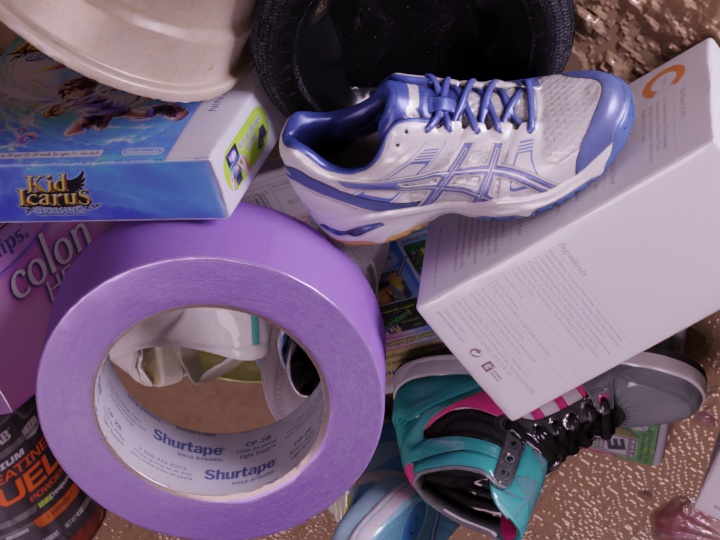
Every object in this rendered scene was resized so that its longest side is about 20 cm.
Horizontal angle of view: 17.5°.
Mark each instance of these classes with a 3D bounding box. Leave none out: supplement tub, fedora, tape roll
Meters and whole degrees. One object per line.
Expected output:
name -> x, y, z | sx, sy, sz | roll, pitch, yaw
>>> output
supplement tub -> -0.270, 0.119, 1.671 | 0.107, 0.107, 0.200 | -12, 122, 30
fedora -> 0.028, -0.156, 1.321 | 0.200, 0.092, 0.201 | -2, 143, -2
tape roll -> -0.085, 0.060, 1.358 | 0.200, 0.066, 0.200 | 0, 123, 1

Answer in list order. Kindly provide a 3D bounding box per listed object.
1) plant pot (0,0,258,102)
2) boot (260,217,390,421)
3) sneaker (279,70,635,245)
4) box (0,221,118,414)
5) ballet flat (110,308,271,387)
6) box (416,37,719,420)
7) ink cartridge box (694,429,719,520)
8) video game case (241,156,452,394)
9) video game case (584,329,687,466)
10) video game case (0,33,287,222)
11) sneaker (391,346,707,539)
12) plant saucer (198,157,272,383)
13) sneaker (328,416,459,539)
plant pot -> -0.104, -0.227, 1.281 | 0.200, 0.201, 0.184 | 34, 121, -6
boot -> -0.031, 0.050, 1.449 | 0.073, 0.096, 0.200 | 15, 129, 5
sneaker -> 0.050, -0.073, 1.292 | 0.200, 0.075, 0.088 | -18, 140, 17
box -> -0.240, 0.012, 1.487 | 0.200, 0.176, 0.097 | -13, 113, 48
ballet flat -> -0.120, 0.043, 1.491 | 0.069, 0.069, 0.200 | 48, 150, -19
box -> 0.143, -0.023, 1.344 | 0.200, 0.124, 0.098 | -30, 114, 23
ink cartridge box -> 0.277, 0.045, 1.358 | 0.087, 0.145, 0.200 | 24, 133, 4
video game case -> 0.000, 0.000, 1.480 | 0.200, 0.024, 0.182 | -16, 121, 26
video game case -> 0.117, 0.028, 1.493 | 0.182, 0.022, 0.200 | 14, 131, 12
video game case -> -0.140, -0.096, 1.391 | 0.200, 0.181, 0.045 | 0, 125, 23
sneaker -> 0.114, 0.110, 1.447 | 0.200, 0.121, 0.084 | -4, 142, 13
plant saucer -> -0.091, -0.012, 1.541 | 0.200, 0.031, 0.200 | 11, 129, 14
sneaker -> -0.009, 0.145, 1.534 | 0.130, 0.200, 0.080 | 20, 106, 16
